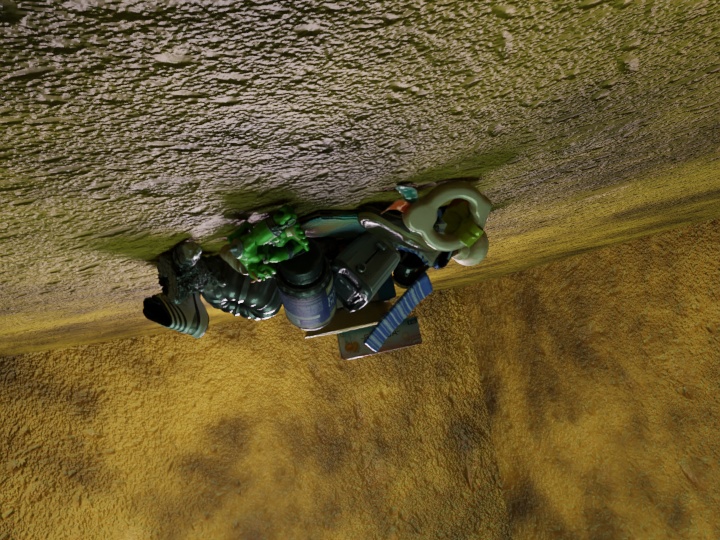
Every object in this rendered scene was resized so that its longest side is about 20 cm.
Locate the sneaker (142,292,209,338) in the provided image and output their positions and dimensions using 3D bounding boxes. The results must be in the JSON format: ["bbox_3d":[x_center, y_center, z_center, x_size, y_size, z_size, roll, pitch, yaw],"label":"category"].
[{"bbox_3d":[-0.383,0.047,1.348,0.115,0.201,0.076,23,110,-44],"label":"sneaker"}]

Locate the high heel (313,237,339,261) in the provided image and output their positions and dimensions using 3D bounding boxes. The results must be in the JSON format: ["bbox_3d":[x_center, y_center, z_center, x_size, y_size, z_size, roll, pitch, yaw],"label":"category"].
[{"bbox_3d":[-0.140,-0.027,1.412,0.198,0.072,0.143,-15,169,1],"label":"high heel"}]

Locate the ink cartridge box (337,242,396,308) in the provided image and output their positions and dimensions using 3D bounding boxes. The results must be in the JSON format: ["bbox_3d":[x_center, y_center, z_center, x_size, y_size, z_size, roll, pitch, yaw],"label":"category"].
[{"bbox_3d":[-0.033,0.015,1.580,0.197,0.147,0.147,-10,175,-7],"label":"ink cartridge box"}]

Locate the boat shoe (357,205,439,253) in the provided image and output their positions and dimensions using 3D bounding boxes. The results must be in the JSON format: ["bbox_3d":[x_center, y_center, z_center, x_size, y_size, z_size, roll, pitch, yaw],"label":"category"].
[{"bbox_3d":[0.074,-0.087,1.238,0.200,0.067,0.071,22,168,-41],"label":"boat shoe"}]

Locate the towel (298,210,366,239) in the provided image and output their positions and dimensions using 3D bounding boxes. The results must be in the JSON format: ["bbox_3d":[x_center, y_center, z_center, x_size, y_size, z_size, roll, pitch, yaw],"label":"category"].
[{"bbox_3d":[-0.048,-0.083,1.258,0.199,0.022,0.146,-4,170,-46],"label":"towel"}]

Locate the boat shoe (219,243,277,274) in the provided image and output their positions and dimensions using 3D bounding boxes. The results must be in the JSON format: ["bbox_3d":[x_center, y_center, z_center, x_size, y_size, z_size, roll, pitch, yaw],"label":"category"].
[{"bbox_3d":[-0.189,-0.035,1.300,0.064,0.072,0.199,25,-168,25],"label":"boat shoe"}]

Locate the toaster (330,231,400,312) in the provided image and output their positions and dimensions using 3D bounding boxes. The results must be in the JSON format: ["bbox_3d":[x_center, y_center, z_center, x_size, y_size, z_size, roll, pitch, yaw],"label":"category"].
[{"bbox_3d":[0.000,0.000,1.401,0.129,0.114,0.200,-46,178,-23],"label":"toaster"}]

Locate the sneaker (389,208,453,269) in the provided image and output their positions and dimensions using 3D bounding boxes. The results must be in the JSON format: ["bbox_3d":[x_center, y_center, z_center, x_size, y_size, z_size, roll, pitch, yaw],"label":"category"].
[{"bbox_3d":[0.125,-0.053,1.381,0.198,0.117,0.080,-13,172,30],"label":"sneaker"}]

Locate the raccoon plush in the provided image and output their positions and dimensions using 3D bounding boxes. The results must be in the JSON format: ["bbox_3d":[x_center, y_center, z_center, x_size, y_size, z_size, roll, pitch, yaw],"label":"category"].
[{"bbox_3d":[-0.296,-0.002,1.277,0.133,0.098,0.199,-16,178,-38],"label":"raccoon plush"}]

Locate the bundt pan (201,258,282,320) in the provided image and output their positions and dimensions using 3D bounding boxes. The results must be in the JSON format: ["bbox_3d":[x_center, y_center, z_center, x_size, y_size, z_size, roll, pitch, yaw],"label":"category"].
[{"bbox_3d":[-0.259,0.049,1.455,0.199,0.077,0.202,13,159,5],"label":"bundt pan"}]

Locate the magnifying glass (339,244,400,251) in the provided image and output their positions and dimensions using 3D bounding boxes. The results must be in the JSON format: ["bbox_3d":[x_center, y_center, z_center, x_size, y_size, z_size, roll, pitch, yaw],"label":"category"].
[{"bbox_3d":[-0.001,-0.044,1.506,0.197,0.081,0.022,1,176,-8],"label":"magnifying glass"}]

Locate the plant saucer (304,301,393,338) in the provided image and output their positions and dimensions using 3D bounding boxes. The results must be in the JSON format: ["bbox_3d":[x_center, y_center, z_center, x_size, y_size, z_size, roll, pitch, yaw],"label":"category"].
[{"bbox_3d":[-0.013,0.112,1.584,0.198,0.049,0.200,-15,174,17],"label":"plant saucer"}]

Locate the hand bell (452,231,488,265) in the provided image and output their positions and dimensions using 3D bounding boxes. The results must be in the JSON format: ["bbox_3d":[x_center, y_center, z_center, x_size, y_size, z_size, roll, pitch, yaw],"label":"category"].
[{"bbox_3d":[0.205,-0.043,1.495,0.103,0.105,0.199,-14,-176,32],"label":"hand bell"}]

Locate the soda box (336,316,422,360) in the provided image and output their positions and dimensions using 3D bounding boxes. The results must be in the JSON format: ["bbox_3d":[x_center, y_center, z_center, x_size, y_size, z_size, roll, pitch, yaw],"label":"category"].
[{"bbox_3d":[0.044,0.163,1.614,0.197,0.069,0.064,-11,175,-5],"label":"soda box"}]

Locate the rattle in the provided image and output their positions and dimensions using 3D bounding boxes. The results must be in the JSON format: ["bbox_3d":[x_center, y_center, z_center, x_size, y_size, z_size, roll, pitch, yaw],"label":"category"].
[{"bbox_3d":[0.115,-0.122,1.158,0.198,0.144,0.131,7,136,-17],"label":"rattle"}]

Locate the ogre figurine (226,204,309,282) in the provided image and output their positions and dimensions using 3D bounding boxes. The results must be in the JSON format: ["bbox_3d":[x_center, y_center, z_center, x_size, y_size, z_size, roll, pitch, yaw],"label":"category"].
[{"bbox_3d":[-0.151,-0.045,1.116,0.119,0.099,0.200,-27,-171,-4],"label":"ogre figurine"}]

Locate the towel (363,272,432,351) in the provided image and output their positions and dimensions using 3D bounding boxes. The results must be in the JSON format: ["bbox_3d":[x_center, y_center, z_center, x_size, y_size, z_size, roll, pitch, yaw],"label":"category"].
[{"bbox_3d":[0.086,0.094,1.473,0.200,0.024,0.145,-49,164,-4],"label":"towel"}]

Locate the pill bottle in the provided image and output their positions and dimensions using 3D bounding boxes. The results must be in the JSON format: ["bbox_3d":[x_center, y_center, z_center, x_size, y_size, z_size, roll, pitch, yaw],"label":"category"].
[{"bbox_3d":[-0.107,0.025,1.308,0.110,0.113,0.201,-10,149,-3],"label":"pill bottle"}]

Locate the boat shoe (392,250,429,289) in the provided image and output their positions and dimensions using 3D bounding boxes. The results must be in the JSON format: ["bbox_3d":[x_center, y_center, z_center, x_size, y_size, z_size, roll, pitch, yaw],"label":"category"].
[{"bbox_3d":[0.133,-0.041,1.493,0.073,0.064,0.202,26,-137,14],"label":"boat shoe"}]
